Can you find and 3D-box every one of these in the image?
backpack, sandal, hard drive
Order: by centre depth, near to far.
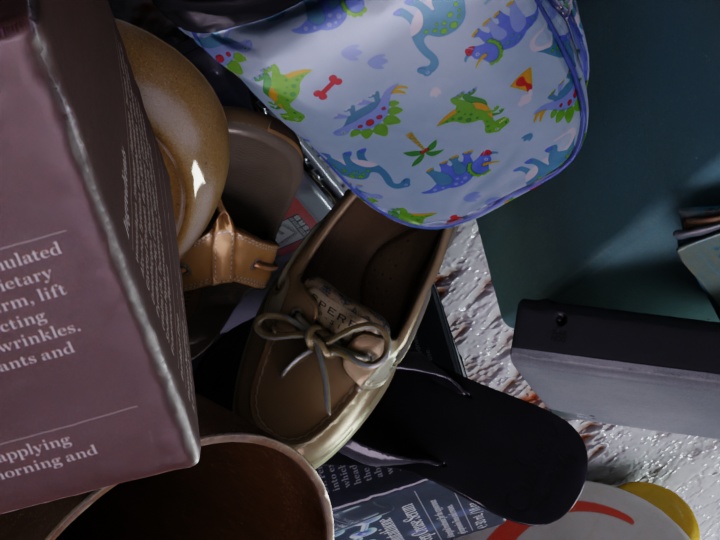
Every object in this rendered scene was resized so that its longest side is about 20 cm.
[{"bbox_3d":[0.017,-0.110,0.917,0.162,0.154,0.200,-30,157,9],"label":"backpack"},{"bbox_3d":[0.179,0.054,1.016,0.198,0.033,0.140,7,167,16],"label":"hard drive"},{"bbox_3d":[-0.073,-0.005,1.026,0.080,0.054,0.201,-1,144,-20],"label":"sandal"},{"bbox_3d":[0.017,0.068,1.070,0.199,0.077,0.043,15,174,-2],"label":"sandal"}]

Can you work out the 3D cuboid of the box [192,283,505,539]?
[{"bbox_3d":[-0.033,0.100,1.181,0.199,0.108,0.149,-17,160,3],"label":"box"}]

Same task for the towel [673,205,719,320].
[{"bbox_3d":[0.246,-0.022,0.969,0.199,0.022,0.147,-20,151,13],"label":"towel"}]

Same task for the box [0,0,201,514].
[{"bbox_3d":[-0.161,-0.034,0.762,0.165,0.165,0.201,-13,131,2],"label":"box"}]

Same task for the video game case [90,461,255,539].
[{"bbox_3d":[-0.123,0.148,1.091,0.018,0.143,0.201,-15,131,-58],"label":"video game case"}]

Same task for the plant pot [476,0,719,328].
[{"bbox_3d":[0.152,-0.052,1.040,0.141,0.142,0.200,13,139,-36],"label":"plant pot"}]

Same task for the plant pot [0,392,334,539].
[{"bbox_3d":[-0.145,0.107,1.000,0.186,0.200,0.188,-24,131,-31],"label":"plant pot"}]

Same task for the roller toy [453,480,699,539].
[{"bbox_3d":[0.134,0.233,1.395,0.198,0.183,0.140,-8,145,-10],"label":"roller toy"}]

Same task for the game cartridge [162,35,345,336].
[{"bbox_3d":[-0.085,-0.030,1.065,0.132,0.041,0.200,-21,146,15],"label":"game cartridge"}]

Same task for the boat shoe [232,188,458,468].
[{"bbox_3d":[0.000,0.000,1.024,0.073,0.201,0.063,26,169,3],"label":"boat shoe"}]

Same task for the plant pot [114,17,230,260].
[{"bbox_3d":[-0.150,-0.029,0.915,0.198,0.028,0.201,-10,142,-8],"label":"plant pot"}]
